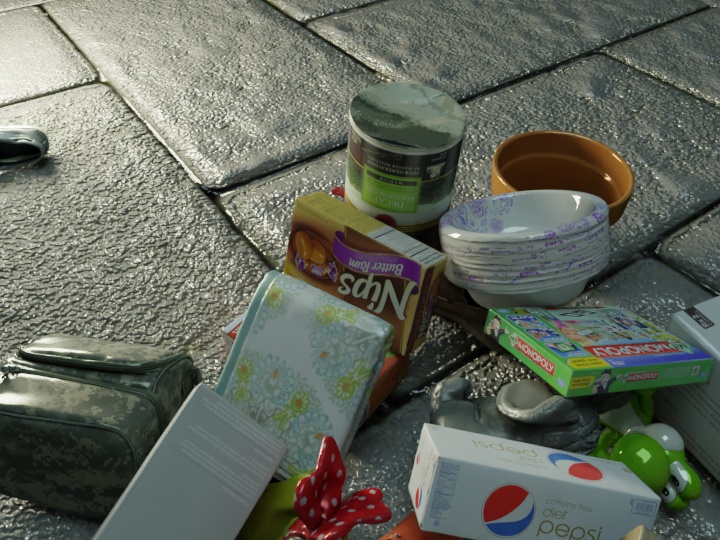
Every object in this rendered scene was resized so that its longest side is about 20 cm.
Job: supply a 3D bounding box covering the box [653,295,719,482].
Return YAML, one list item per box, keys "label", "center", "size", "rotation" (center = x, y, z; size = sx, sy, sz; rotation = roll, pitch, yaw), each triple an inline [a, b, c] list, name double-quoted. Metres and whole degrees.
- label: "box"
  center: [0.454, 0.133, 0.750]
  size: [0.195, 0.133, 0.200]
  rotation: [-15, 44, -23]

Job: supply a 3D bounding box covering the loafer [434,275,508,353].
- label: "loafer"
  center: [0.139, 0.026, 0.913]
  size: [0.198, 0.072, 0.072]
  rotation: [32, 49, 30]

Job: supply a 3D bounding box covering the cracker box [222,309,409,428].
- label: "cracker box"
  center: [-0.054, 0.101, 0.835]
  size: [0.197, 0.059, 0.133]
  rotation: [29, 47, 27]

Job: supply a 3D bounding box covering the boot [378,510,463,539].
- label: "boot"
  center: [0.034, 0.270, 0.613]
  size: [0.074, 0.109, 0.199]
  rotation: [30, 47, 27]

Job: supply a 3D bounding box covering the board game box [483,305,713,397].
- label: "board game box"
  center: [0.245, 0.078, 0.709]
  size: [0.195, 0.030, 0.134]
  rotation: [1, 21, -28]

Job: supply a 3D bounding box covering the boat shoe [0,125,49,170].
- label: "boat shoe"
  center: [-0.627, -0.201, 1.147]
  size: [0.194, 0.075, 0.062]
  rotation: [-10, 38, -20]

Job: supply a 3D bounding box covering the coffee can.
- label: "coffee can"
  center: [0.049, -0.111, 0.872]
  size: [0.141, 0.204, 0.149]
  rotation: [3, 42, -3]

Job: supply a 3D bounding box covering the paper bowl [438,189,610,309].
- label: "paper bowl"
  center: [0.194, -0.021, 0.810]
  size: [0.194, 0.108, 0.201]
  rotation: [-9, 17, 3]

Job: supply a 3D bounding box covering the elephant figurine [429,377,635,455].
- label: "elephant figurine"
  center: [0.170, 0.159, 0.667]
  size: [0.195, 0.142, 0.159]
  rotation: [-13, 50, 23]

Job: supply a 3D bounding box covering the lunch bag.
- label: "lunch bag"
  center: [-0.286, 0.146, 0.726]
  size: [0.193, 0.143, 0.169]
  rotation: [6, 31, 8]

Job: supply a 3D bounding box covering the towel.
- label: "towel"
  center: [-0.070, 0.122, 0.740]
  size: [0.168, 0.048, 0.205]
  rotation: [22, 89, 24]

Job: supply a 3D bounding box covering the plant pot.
- label: "plant pot"
  center: [0.281, -0.089, 0.994]
  size: [0.193, 0.143, 0.203]
  rotation: [0, 41, 0]

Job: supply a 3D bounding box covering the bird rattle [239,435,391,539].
- label: "bird rattle"
  center: [-0.053, 0.245, 0.575]
  size: [0.112, 0.200, 0.164]
  rotation: [42, 62, -2]

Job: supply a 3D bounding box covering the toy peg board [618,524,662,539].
- label: "toy peg board"
  center: [0.174, 0.331, 0.494]
  size: [0.096, 0.202, 0.201]
  rotation: [31, 47, 9]

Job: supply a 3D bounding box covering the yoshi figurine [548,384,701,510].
- label: "yoshi figurine"
  center: [0.283, 0.164, 0.745]
  size: [0.109, 0.114, 0.202]
  rotation: [-22, 47, -8]

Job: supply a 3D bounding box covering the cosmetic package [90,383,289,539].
- label: "cosmetic package"
  center: [-0.161, 0.215, 0.609]
  size: [0.106, 0.090, 0.202]
  rotation: [37, 73, -7]

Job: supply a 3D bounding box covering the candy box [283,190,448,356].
- label: "candy box"
  center: [0.000, 0.000, 0.824]
  size: [0.197, 0.120, 0.056]
  rotation: [30, 31, 28]

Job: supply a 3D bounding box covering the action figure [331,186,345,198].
- label: "action figure"
  center: [0.006, -0.047, 0.999]
  size: [0.051, 0.067, 0.200]
  rotation: [0, 35, -37]

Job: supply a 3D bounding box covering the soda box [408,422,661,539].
- label: "soda box"
  center: [0.143, 0.188, 0.576]
  size: [0.194, 0.066, 0.068]
  rotation: [13, 9, -8]
